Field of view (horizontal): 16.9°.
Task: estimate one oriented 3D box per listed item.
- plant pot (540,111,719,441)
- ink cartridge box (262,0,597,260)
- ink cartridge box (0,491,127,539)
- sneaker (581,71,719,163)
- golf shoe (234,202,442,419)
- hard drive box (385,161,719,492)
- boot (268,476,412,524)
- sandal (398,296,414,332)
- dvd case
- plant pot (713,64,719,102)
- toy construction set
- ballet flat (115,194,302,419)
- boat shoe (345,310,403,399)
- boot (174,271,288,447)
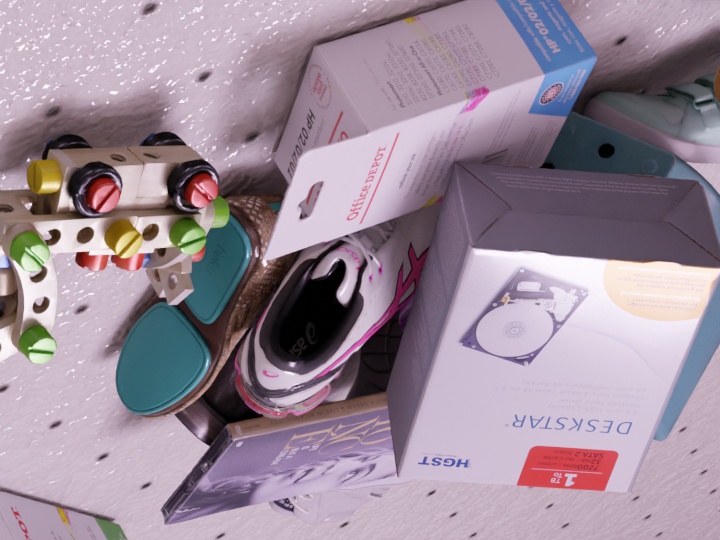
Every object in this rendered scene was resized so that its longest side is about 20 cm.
[{"bbox_3d":[0.160,-0.009,1.602,0.142,0.141,0.200,-58,156,-15],"label":"plant pot"},{"bbox_3d":[0.025,-0.088,1.406,0.200,0.068,0.115,-20,155,-26],"label":"ink cartridge box"},{"bbox_3d":[-0.213,0.245,1.699,0.084,0.145,0.200,-35,157,11],"label":"ink cartridge box"},{"bbox_3d":[0.244,-0.132,1.618,0.200,0.074,0.119,4,105,-24],"label":"sneaker"},{"bbox_3d":[0.000,0.000,1.465,0.200,0.073,0.092,-57,179,-21],"label":"golf shoe"},{"bbox_3d":[0.113,0.037,1.462,0.155,0.077,0.200,4,134,-11],"label":"hard drive box"},{"bbox_3d":[-0.035,0.156,1.834,0.096,0.074,0.200,-40,153,22],"label":"boot"},{"bbox_3d":[0.058,-0.003,1.621,0.082,0.050,0.203,-31,146,-61],"label":"sandal"},{"bbox_3d":[-0.022,0.120,1.630,0.200,0.016,0.149,-11,157,-28],"label":"dvd case"},{"bbox_3d":[0.341,-0.077,1.450,0.186,0.200,0.186,-25,159,-10],"label":"plant pot"},{"bbox_3d":[-0.145,-0.011,1.324,0.200,0.092,0.131,-16,130,-49],"label":"toy construction set"},{"bbox_3d":[-0.088,0.023,1.502,0.065,0.071,0.200,-22,160,-42],"label":"ballet flat"},{"bbox_3d":[0.040,0.057,1.745,0.073,0.074,0.200,-47,170,-51],"label":"boat shoe"},{"bbox_3d":[-0.034,0.047,1.618,0.174,0.069,0.200,-45,167,6],"label":"boot"}]
